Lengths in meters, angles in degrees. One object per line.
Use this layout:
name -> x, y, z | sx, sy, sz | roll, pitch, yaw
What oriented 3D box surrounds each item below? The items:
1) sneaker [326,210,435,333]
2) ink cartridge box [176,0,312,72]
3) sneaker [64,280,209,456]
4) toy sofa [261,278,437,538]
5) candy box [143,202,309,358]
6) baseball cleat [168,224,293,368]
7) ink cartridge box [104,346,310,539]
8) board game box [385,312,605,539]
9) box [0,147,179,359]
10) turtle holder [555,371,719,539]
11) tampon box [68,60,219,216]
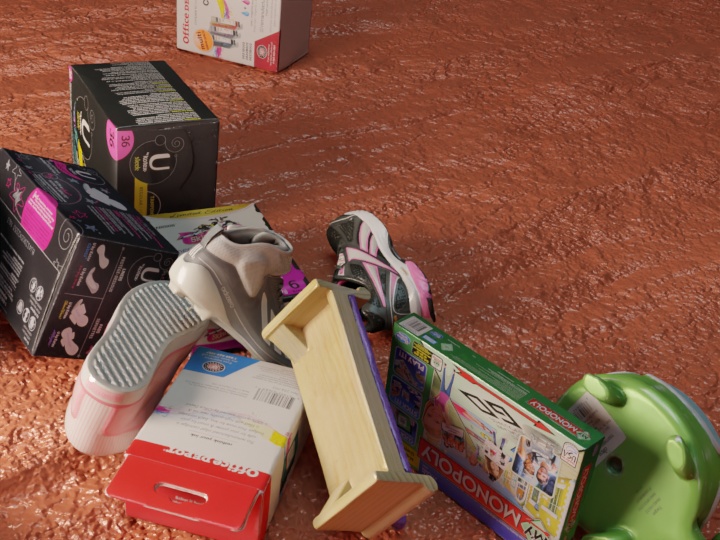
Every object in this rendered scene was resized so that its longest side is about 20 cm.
sneaker -> 0.000, 0.000, 1.088 | 0.086, 0.081, 0.200 | -18, 33, -19
ink cartridge box -> -0.201, -0.451, 1.709 | 0.199, 0.146, 0.145 | 16, 33, 15
sneaker -> -0.201, 0.088, 0.875 | 0.075, 0.105, 0.200 | 26, 27, 0
toy sofa -> -0.002, 0.112, 0.816 | 0.097, 0.083, 0.200 | 16, 41, -39
candy box -> -0.146, 0.004, 1.061 | 0.136, 0.061, 0.200 | -9, 34, -24
baseball cleat -> -0.084, 0.029, 0.898 | 0.106, 0.200, 0.070 | -45, 51, 1
ink cartridge box -> -0.118, 0.154, 0.816 | 0.116, 0.067, 0.200 | 13, 31, 8
board game box -> 0.100, 0.140, 0.821 | 0.029, 0.135, 0.200 | -22, 41, -39
box -> -0.290, -0.015, 0.973 | 0.115, 0.132, 0.200 | 11, 20, -45
turtle holder -> 0.248, 0.162, 0.814 | 0.185, 0.141, 0.132 | 21, 13, 40
tampon box -> -0.267, -0.151, 1.202 | 0.126, 0.150, 0.200 | -10, 35, -27
